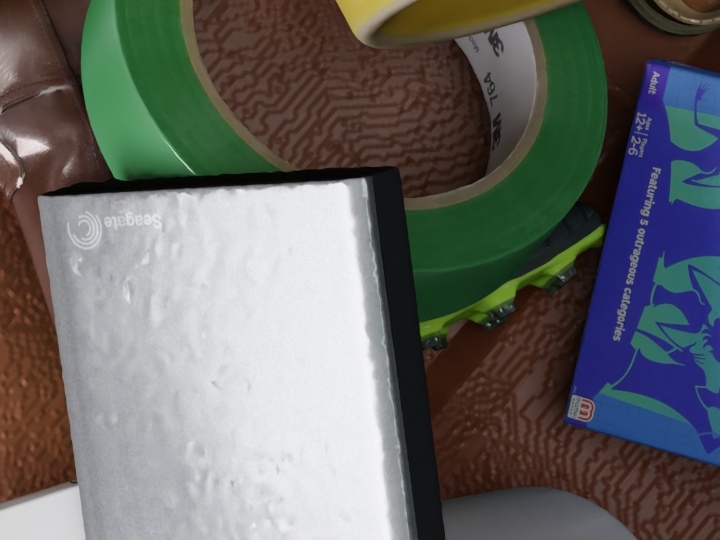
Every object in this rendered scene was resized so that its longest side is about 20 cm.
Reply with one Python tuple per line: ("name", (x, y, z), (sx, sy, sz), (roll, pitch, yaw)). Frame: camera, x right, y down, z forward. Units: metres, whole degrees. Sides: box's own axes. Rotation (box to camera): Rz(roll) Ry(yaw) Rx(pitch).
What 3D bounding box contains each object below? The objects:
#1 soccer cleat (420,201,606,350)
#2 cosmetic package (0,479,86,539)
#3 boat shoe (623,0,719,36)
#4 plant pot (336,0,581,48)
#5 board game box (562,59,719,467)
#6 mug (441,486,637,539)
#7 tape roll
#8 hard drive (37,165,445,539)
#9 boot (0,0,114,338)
("soccer cleat", (0.000, 0.000, 1.127), (0.200, 0.068, 0.081), (-21, 84, -8))
("cosmetic package", (-0.108, 0.107, 1.096), (0.200, 0.083, 0.051), (-17, 83, -10))
("boat shoe", (0.159, -0.194, 1.148), (0.076, 0.074, 0.200), (11, 88, -10))
("plant pot", (0.031, -0.190, 1.033), (0.201, 0.201, 0.189), (-16, 84, -10))
("board game box", (0.194, 0.012, 1.112), (0.200, 0.045, 0.152), (15, 99, 19))
("mug", (0.033, 0.159, 1.092), (0.187, 0.153, 0.149), (-34, 81, 33))
("tape roll", (-0.005, -0.076, 1.086), (0.200, 0.048, 0.200), (10, 59, -18))
("hard drive", (-0.038, 0.065, 1.002), (0.140, 0.033, 0.200), (-2, 100, 31))
("boot", (-0.134, -0.017, 1.077), (0.186, 0.064, 0.200), (-23, 78, -11))
